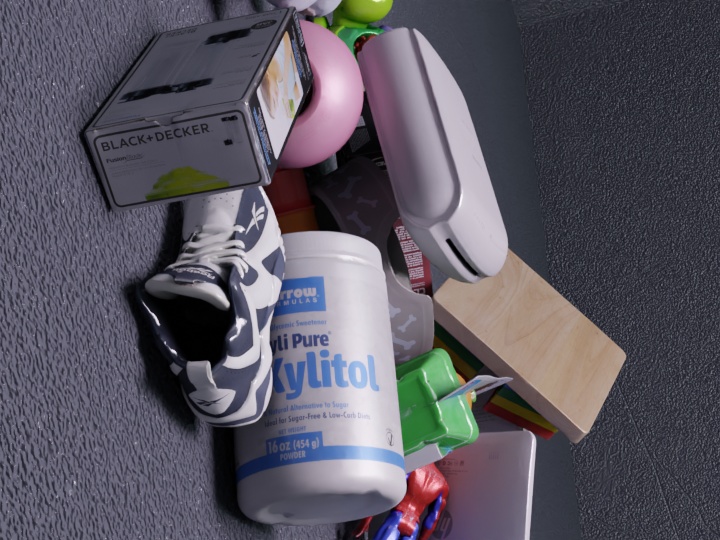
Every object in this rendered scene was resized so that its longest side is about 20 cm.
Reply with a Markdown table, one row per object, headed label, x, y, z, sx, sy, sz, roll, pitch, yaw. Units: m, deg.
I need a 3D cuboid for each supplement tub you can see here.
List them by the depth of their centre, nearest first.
| label | x | y | z | sx | sy | sz | roll | pitch | yaw |
| --- | --- | --- | --- | --- | --- | --- | --- | --- | --- |
| supplement tub | -0.037 | 0.086 | 1.085 | 0.132 | 0.130 | 0.202 | 48 | 33 | -65 |

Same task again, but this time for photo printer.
| label | x | y | z | sx | sy | sz | roll | pitch | yaw |
| --- | --- | --- | --- | --- | --- | --- | --- | --- | --- |
| photo printer | 0.068 | -0.091 | 1.233 | 0.166 | 0.069 | 0.202 | 41 | 31 | -63 |

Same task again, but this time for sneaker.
| label | x | y | z | sx | sy | sz | roll | pitch | yaw |
| --- | --- | --- | --- | --- | --- | --- | --- | --- | --- |
| sneaker | -0.104 | -0.001 | 0.976 | 0.130 | 0.078 | 0.202 | 67 | 26 | -69 |

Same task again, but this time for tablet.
| label | x | y | z | sx | sy | sz | roll | pitch | yaw |
| --- | --- | --- | --- | --- | --- | --- | --- | --- | --- |
| tablet | 0.082 | 0.220 | 1.329 | 0.014 | 0.199 | 0.132 | 19 | 70 | -41 |

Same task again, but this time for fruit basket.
| label | x | y | z | sx | sy | sz | roll | pitch | yaw |
| --- | --- | --- | --- | --- | --- | --- | --- | --- | --- |
| fruit basket | 0.044 | 0.140 | 1.267 | 0.095 | 0.184 | 0.200 | 68 | 11 | 15 |

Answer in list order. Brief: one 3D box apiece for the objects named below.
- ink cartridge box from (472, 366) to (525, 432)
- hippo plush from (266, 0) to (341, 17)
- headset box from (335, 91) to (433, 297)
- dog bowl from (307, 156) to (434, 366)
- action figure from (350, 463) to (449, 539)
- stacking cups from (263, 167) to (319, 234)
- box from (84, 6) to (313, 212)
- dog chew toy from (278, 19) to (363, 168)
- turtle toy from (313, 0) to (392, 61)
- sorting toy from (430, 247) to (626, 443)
| label | x | y | z | sx | sy | sz | roll | pitch | yaw |
| --- | --- | --- | --- | --- | --- | --- | --- | --- | --- |
| ink cartridge box | 0.117 | 0.182 | 1.460 | 0.201 | 0.115 | 0.068 | -79 | 153 | -57 |
| hippo plush | -0.058 | -0.273 | 1.258 | 0.161 | 0.198 | 0.160 | -55 | 168 | -46 |
| headset box | 0.022 | -0.064 | 1.442 | 0.149 | 0.076 | 0.202 | -105 | -174 | -60 |
| dog bowl | 0.000 | 0.000 | 1.290 | 0.200 | 0.058 | 0.202 | 163 | -90 | -74 |
| action figure | 0.034 | 0.242 | 1.290 | 0.065 | 0.052 | 0.201 | 34 | 59 | -13 |
| stacking cups | -0.045 | 0.005 | 1.256 | 0.060 | 0.060 | 0.202 | -27 | 106 | -76 |
| box | -0.107 | -0.118 | 0.987 | 0.201 | 0.115 | 0.061 | -78 | 156 | -62 |
| dog chew toy | -0.055 | -0.151 | 1.235 | 0.200 | 0.123 | 0.126 | -27 | 105 | -85 |
| turtle toy | 0.002 | -0.235 | 1.555 | 0.146 | 0.100 | 0.202 | -63 | 140 | -69 |
| sorting toy | 0.160 | 0.081 | 1.445 | 0.198 | 0.070 | 0.200 | 42 | 29 | 4 |
